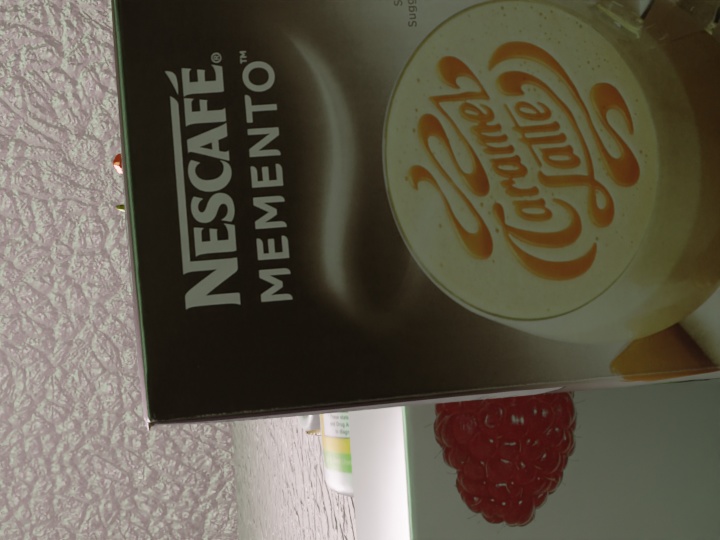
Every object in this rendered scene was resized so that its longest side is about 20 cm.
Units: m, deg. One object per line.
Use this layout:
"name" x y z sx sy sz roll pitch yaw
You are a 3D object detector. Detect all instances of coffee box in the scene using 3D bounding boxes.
"coffee box" 0.035 -0.022 0.374 0.080 0.197 0.116 146 118 -79

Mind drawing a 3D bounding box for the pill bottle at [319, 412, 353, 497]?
"pill bottle" 0.029 0.007 0.695 0.111 0.109 0.204 174 91 -81

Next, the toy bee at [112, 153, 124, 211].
"toy bee" -0.108 -0.061 0.907 0.108 0.130 0.203 -19 62 36

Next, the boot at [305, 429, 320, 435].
"boot" -0.024 0.035 1.177 0.175 0.065 0.204 -177 84 -80

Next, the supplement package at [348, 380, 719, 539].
"supplement package" 0.061 0.061 0.499 0.120 0.119 0.204 -161 66 -80

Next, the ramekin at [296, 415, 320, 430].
"ramekin" 0.000 0.000 0.912 0.200 0.096 0.204 175 90 -80
